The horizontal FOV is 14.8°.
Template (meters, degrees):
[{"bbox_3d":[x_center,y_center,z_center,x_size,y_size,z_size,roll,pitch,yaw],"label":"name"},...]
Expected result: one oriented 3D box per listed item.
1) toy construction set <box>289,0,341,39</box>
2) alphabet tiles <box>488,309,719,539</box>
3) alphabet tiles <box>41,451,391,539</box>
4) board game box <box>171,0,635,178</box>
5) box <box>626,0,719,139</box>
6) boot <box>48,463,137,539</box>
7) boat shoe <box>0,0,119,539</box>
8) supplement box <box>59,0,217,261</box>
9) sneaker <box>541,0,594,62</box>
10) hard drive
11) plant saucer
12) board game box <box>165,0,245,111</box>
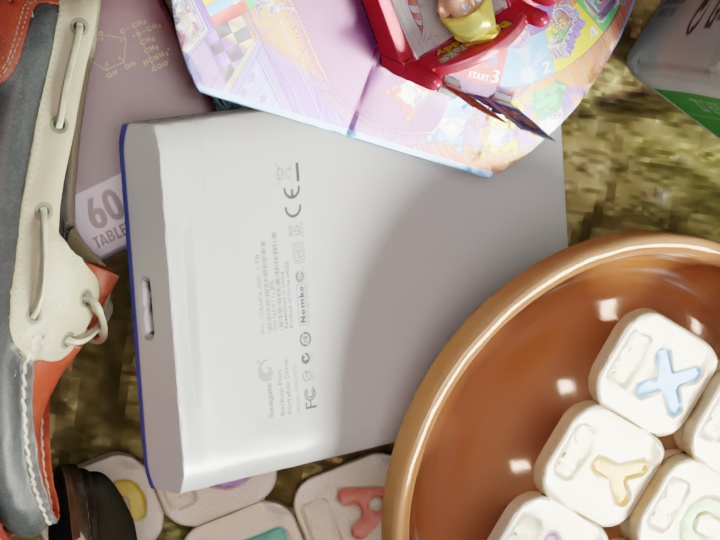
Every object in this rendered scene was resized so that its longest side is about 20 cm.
[{"bbox_3d":[-0.067,-0.186,0.994,0.092,0.131,0.200,-22,128,26],"label":"toy construction set"},{"bbox_3d":[0.142,0.103,1.072,0.196,0.015,0.200,31,90,-35],"label":"alphabet tiles"},{"bbox_3d":[-0.054,0.161,1.111,0.195,0.015,0.200,-21,95,-4],"label":"alphabet tiles"},{"bbox_3d":[0.032,-0.116,0.982,0.200,0.039,0.158,15,100,-34],"label":"board game box"},{"bbox_3d":[0.232,-0.105,1.027,0.171,0.199,0.200,34,92,-6],"label":"box"},{"bbox_3d":[-0.061,0.161,1.075,0.097,0.075,0.200,-14,104,-12],"label":"boot"},{"bbox_3d":[-0.117,-0.003,0.980,0.063,0.071,0.200,-4,90,-6],"label":"boat shoe"},{"bbox_3d":[-0.131,-0.098,1.035,0.109,0.061,0.200,-26,94,-3],"label":"supplement box"},{"bbox_3d":[0.100,-0.150,1.079,0.200,0.081,0.147,-8,103,-8],"label":"sneaker"},{"bbox_3d":[0.000,0.000,1.040,0.200,0.025,0.132,-10,100,-41],"label":"hard drive"},{"bbox_3d":[0.092,0.077,1.073,0.200,0.037,0.200,-11,114,-28],"label":"plant saucer"},{"bbox_3d":[-0.108,-0.108,1.082,0.200,0.028,0.135,-10,95,-5],"label":"board game box"}]
